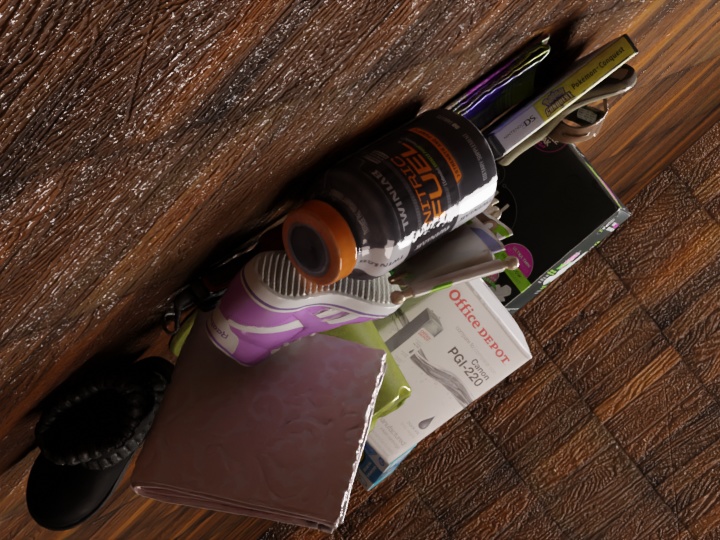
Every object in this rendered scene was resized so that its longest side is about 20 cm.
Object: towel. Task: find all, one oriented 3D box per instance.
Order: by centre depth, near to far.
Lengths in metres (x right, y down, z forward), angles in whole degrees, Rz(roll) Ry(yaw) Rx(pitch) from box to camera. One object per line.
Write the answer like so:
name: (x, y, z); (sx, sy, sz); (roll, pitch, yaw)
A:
towel: (-0.086, 0.132, 1.598); (0.032, 0.189, 0.201); (92, 13, -49)
towel: (0.102, -0.145, 1.759); (0.199, 0.023, 0.144); (-37, 170, -13)

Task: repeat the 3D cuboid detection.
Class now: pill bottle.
pill bottle: (0.022, -0.059, 1.583); (0.199, 0.107, 0.106); (-33, 169, -38)

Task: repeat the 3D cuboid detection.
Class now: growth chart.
growth chart: (0.067, -0.037, 1.660); (0.143, 0.200, 0.018); (-13, 122, -12)

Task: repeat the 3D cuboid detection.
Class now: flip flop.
flip flop: (0.229, -0.163, 1.972); (0.199, 0.058, 0.081); (-35, -171, 36)

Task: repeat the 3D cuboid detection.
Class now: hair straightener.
hair straightener: (-0.100, 0.006, 1.623); (0.199, 0.041, 0.077); (-35, 170, -26)

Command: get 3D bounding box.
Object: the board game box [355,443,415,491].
board game box: (-0.022, 0.168, 2.237); (0.047, 0.201, 0.151); (-35, 171, -20)

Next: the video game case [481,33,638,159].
video game case: (0.177, -0.164, 1.839); (0.180, 0.026, 0.200); (-38, -176, -12)

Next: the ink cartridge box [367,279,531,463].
ink cartridge box: (0.060, 0.085, 1.908); (0.199, 0.146, 0.085); (-38, -152, 7)

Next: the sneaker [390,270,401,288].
sneaker: (0.000, 0.000, 1.865); (0.200, 0.085, 0.078); (-44, 169, 33)

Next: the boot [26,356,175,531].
boot: (-0.256, 0.165, 1.639); (0.212, 0.079, 0.158); (-52, 175, 13)

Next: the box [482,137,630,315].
box: (0.202, -0.063, 2.174); (0.200, 0.149, 0.124); (-40, 170, 10)

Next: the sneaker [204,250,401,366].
sneaker: (-0.057, 0.035, 1.615); (0.199, 0.073, 0.114); (4, 137, -46)

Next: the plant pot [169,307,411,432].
plant pot: (-0.053, 0.087, 1.755); (0.200, 0.185, 0.200); (-38, 171, -7)
